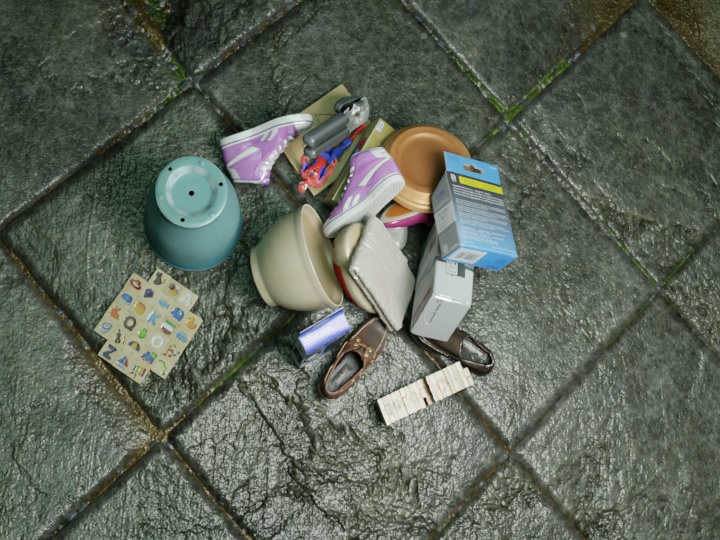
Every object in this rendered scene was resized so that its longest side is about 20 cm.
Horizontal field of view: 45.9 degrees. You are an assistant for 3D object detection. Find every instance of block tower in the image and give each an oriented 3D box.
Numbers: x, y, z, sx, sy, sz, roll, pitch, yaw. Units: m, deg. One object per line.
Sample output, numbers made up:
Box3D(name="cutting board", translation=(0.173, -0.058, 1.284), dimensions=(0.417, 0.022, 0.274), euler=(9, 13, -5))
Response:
Box3D(name="block tower", translation=(0.123, 0.243, 1.681), dimensions=(0.196, 0.058, 0.055), euler=(-22, 81, -17))

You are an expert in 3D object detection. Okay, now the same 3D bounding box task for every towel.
Box3D(name="towel", translation=(0.046, 0.010, 1.650), dimensions=(0.201, 0.034, 0.134), euler=(54, 44, -38))

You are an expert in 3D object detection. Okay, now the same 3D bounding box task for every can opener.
Box3D(name="can opener", translation=(-0.054, -0.292, 1.702), dimensions=(0.066, 0.054, 0.199), euler=(26, 47, 31))

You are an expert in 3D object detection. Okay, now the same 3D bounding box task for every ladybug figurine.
Box3D(name="ladybug figurine", translation=(0.000, 0.000, 1.676), dimensions=(0.137, 0.071, 0.203), euler=(-56, 131, -43))

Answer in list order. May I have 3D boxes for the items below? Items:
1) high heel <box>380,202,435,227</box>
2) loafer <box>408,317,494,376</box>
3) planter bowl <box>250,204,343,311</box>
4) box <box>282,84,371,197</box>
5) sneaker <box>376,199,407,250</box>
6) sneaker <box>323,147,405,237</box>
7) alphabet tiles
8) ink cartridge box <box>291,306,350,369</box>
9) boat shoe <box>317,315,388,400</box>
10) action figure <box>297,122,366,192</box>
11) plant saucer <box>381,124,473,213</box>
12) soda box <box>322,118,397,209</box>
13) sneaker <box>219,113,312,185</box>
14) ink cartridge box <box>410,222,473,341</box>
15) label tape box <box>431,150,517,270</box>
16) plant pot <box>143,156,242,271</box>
Box3D(name="high heel", translation=(0.112, -0.096, 1.718), dimensions=(0.067, 0.098, 0.198), euler=(26, 38, 34))
Box3D(name="loafer", translation=(0.190, 0.141, 1.709), dimensions=(0.196, 0.071, 0.074), euler=(26, 73, -4))
Box3D(name="planter bowl", translation=(-0.131, -0.008, 1.635), dimensions=(0.132, 0.200, 0.205), euler=(-19, 79, 12))
Box3D(name="box", translation=(-0.069, -0.274, 1.787), dimensions=(0.198, 0.021, 0.165), euler=(-36, 86, -16))
Box3D(name="sneaker", translation=(0.067, -0.143, 1.744), dimensions=(0.074, 0.092, 0.206), euler=(-1, 77, -12))
Box3D(name="sneaker", translation=(-0.009, -0.157, 1.665), dimensions=(0.199, 0.072, 0.116), euler=(-38, 66, 20))
Box3D(name="alphabet tiles", translation=(-0.407, 0.105, 1.637), dimensions=(0.165, 0.006, 0.202), euler=(33, 73, -1))
Box3D(name="ink cartridge box", translation=(-0.075, 0.130, 1.594), dimensions=(0.098, 0.200, 0.040), euler=(-29, 79, -15))
Box3D(name="boat shoe", translation=(-0.008, 0.171, 1.666), dimensions=(0.070, 0.070, 0.201), euler=(36, 71, 1))
Box3D(name="action figure", translation=(-0.064, -0.243, 1.721), dimensions=(0.065, 0.099, 0.202), euler=(36, 76, 1))
Box3D(name="plant saucer", translation=(0.131, -0.210, 1.687), dimensions=(0.195, 0.038, 0.205), euler=(3, 62, -6))
Box3D(name="soda box", translation=(0.004, -0.207, 1.744), dimensions=(0.063, 0.068, 0.203), euler=(34, 79, -17))
Box3D(name="sneaker", translation=(-0.177, -0.237, 1.713), dimensions=(0.196, 0.073, 0.117), euler=(-19, 87, 10))
Box3D(name="ink cartridge box", translation=(0.163, 0.014, 1.666), dimensions=(0.081, 0.148, 0.204), euler=(15, 54, -7))
Box3D(name="label tape box", translation=(0.211, -0.112, 1.625), dimensions=(0.141, 0.063, 0.205), euler=(10, 59, -32))
Box3D(name="plant pot", translation=(-0.318, -0.121, 1.615), dimensions=(0.195, 0.188, 0.206), euler=(3, 75, -10))
